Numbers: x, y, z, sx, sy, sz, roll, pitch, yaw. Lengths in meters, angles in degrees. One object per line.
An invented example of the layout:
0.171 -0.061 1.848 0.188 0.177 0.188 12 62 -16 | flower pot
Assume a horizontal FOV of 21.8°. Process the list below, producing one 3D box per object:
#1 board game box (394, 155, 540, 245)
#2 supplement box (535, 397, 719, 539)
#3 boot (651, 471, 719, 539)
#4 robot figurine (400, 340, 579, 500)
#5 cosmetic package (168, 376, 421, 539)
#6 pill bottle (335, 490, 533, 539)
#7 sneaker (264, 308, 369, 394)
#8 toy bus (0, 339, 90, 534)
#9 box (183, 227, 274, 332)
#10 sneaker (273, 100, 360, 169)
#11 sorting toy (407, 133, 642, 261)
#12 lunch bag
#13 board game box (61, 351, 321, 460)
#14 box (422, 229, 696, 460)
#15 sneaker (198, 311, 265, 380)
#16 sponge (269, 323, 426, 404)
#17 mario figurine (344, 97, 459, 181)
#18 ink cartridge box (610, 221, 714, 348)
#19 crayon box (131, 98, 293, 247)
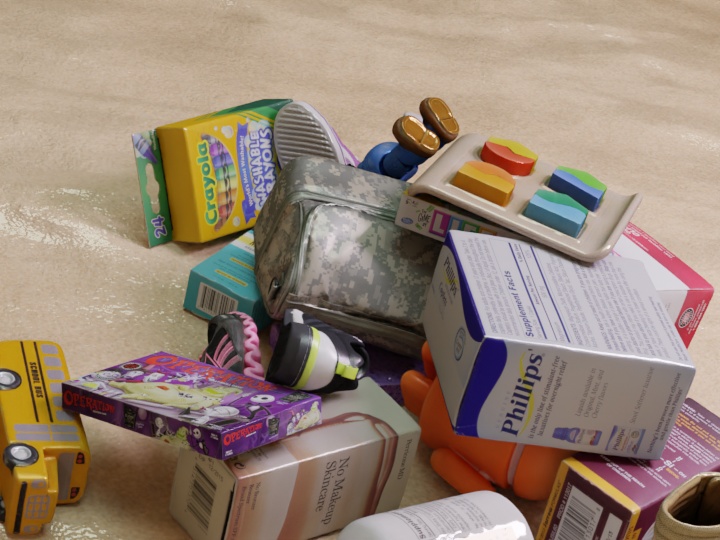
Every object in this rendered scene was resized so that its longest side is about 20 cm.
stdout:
0.128 -0.068 1.839 0.134 0.034 0.200 20 24 12 | board game box
0.259 0.207 1.703 0.086 0.111 0.199 36 36 31 | supplement box
0.314 0.244 1.618 0.199 0.156 0.073 -6 36 -31 | boot
0.134 0.142 1.756 0.199 0.117 0.144 27 30 20 | robot figurine
-0.056 0.173 1.633 0.199 0.104 0.087 -13 40 -36 | cosmetic package
0.037 0.252 1.528 0.199 0.115 0.114 -8 37 -33 | pill bottle
-0.036 0.083 1.655 0.082 0.072 0.200 17 3 -6 | sneaker
-0.284 0.142 1.624 0.078 0.065 0.200 3 31 -21 | toy bus
-0.095 -0.001 1.957 0.082 0.049 0.200 26 32 18 | box
-0.020 -0.105 2.077 0.201 0.072 0.114 61 28 -8 | sneaker
0.163 -0.079 1.796 0.199 0.037 0.185 20 24 12 | sorting toy
0.000 0.000 1.846 0.199 0.140 0.168 16 41 -18 | lunch bag
-0.145 0.112 1.585 0.199 0.032 0.120 12 15 40 | board game box
0.172 0.066 1.676 0.199 0.105 0.184 9 29 -14 | box
-0.137 0.106 1.750 0.095 0.079 0.200 -5 32 -9 | sneaker
0.016 0.091 1.872 0.199 0.030 0.112 -2 35 -26 | sponge
0.008 -0.108 1.939 0.123 0.200 0.106 6 54 -35 | mario figurine
0.223 0.043 1.898 0.199 0.146 0.145 0 32 -41 | ink cartridge box
-0.148 -0.106 2.028 0.051 0.126 0.199 5 18 44 | crayon box
